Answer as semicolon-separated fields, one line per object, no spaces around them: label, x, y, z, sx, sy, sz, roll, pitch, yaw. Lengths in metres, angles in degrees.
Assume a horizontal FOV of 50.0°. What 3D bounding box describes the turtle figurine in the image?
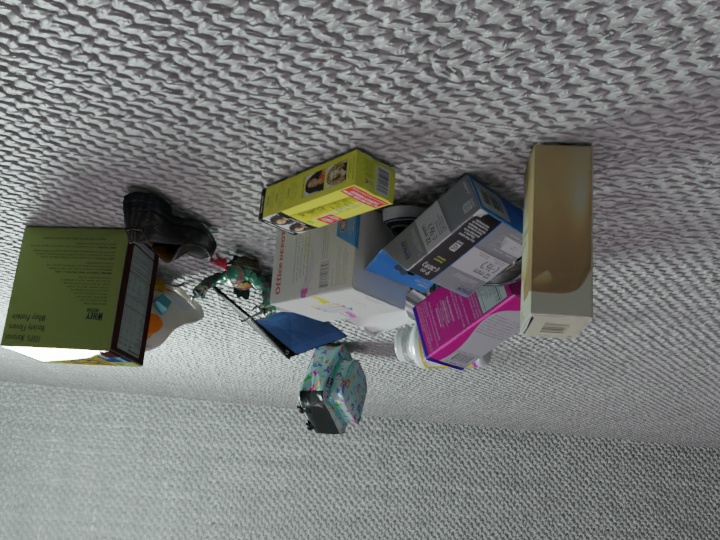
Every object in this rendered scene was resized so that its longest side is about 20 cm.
turtle figurine;-0.206;0.026;1.350;0.146;0.103;0.200;20;-178;10

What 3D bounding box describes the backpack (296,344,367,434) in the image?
backpack;-0.066;0.289;1.953;0.147;0.203;0.180;-7;133;17

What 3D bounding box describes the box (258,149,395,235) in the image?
box;-0.047;-0.098;1.013;0.074;0.052;0.197;21;155;-40

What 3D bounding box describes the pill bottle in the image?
pill bottle;0.175;0.155;1.642;0.195;0.107;0.104;-5;160;27

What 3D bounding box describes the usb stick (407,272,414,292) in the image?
usb stick;0.000;0.000;1.302;0.194;0.057;0.033;8;-163;-9

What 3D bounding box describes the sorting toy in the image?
sorting toy;-0.399;0.059;1.486;0.198;0.109;0.178;33;-161;36

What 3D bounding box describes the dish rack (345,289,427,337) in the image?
dish rack;0.016;0.062;1.416;0.198;0.045;0.170;32;142;-33

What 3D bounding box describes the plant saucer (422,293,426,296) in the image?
plant saucer;0.033;0.060;1.515;0.194;0.030;0.201;5;162;2

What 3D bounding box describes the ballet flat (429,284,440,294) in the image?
ballet flat;0.169;0.053;1.390;0.066;0.070;0.199;-7;159;30

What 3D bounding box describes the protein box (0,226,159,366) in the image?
protein box;-0.469;0.047;1.310;0.193;0.206;0.135;1;162;9

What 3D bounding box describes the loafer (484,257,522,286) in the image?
loafer;0.228;-0.034;1.119;0.197;0.075;0.072;-25;142;36

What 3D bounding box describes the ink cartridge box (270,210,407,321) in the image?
ink cartridge box;-0.040;-0.005;1.168;0.197;0.132;0.124;-10;157;41

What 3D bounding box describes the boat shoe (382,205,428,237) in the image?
boat shoe;0.098;-0.037;1.135;0.070;0.070;0.199;-7;159;33

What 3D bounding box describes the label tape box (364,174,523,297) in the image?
label tape box;0.123;-0.023;1.053;0.142;0.067;0.199;21;127;-43

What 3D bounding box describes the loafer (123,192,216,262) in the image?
loafer;-0.290;-0.046;1.168;0.071;0.074;0.199;-6;160;26

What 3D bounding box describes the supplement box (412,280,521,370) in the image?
supplement box;0.193;0.063;1.255;0.100;0.105;0.199;20;134;-39

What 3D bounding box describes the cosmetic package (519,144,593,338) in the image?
cosmetic package;0.227;-0.032;0.900;0.069;0.206;0.106;3;162;6

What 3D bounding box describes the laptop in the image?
laptop;-0.158;0.078;1.491;0.186;0.116;0.201;28;162;52
